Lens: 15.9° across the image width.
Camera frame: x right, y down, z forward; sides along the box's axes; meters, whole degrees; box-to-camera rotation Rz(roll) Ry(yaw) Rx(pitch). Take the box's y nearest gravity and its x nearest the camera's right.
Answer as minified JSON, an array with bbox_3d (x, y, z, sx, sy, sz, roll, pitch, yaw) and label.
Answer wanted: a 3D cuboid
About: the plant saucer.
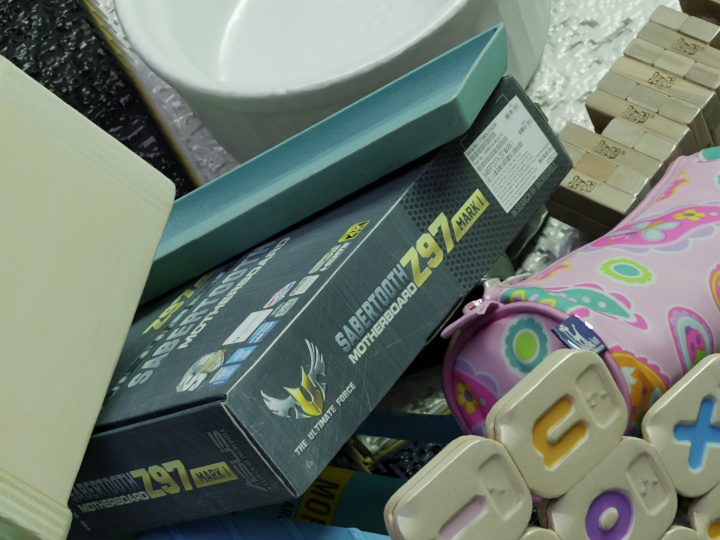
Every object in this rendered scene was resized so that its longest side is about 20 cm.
[{"bbox_3d":[-0.027,-0.034,0.997,0.200,0.019,0.070,-28,17,32],"label":"plant saucer"}]

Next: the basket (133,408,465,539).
[{"bbox_3d":[0.000,0.134,0.976,0.176,0.139,0.200,2,47,21],"label":"basket"}]

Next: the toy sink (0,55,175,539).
[{"bbox_3d":[-0.169,0.038,0.924,0.130,0.112,0.200,-5,59,42],"label":"toy sink"}]

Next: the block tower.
[{"bbox_3d":[0.157,-0.093,1.130,0.058,0.054,0.200,27,69,35],"label":"block tower"}]

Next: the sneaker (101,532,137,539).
[{"bbox_3d":[-0.166,0.127,1.078,0.200,0.071,0.080,-23,77,11],"label":"sneaker"}]

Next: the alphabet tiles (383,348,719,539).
[{"bbox_3d":[0.088,0.130,0.904,0.196,0.200,0.015,-41,25,-23],"label":"alphabet tiles"}]

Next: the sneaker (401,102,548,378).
[{"bbox_3d":[-0.001,-0.002,1.132,0.199,0.060,0.104,-19,49,5],"label":"sneaker"}]

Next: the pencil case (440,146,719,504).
[{"bbox_3d":[0.110,0.015,0.996,0.087,0.088,0.200,15,29,31],"label":"pencil case"}]

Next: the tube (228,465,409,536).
[{"bbox_3d":[-0.055,0.104,1.087,0.200,0.050,0.078,14,83,27],"label":"tube"}]

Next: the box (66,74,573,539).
[{"bbox_3d":[-0.029,0.016,0.984,0.158,0.051,0.200,-18,24,51],"label":"box"}]

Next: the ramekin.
[{"bbox_3d":[-0.007,-0.132,1.202,0.200,0.098,0.201,-11,52,15],"label":"ramekin"}]
